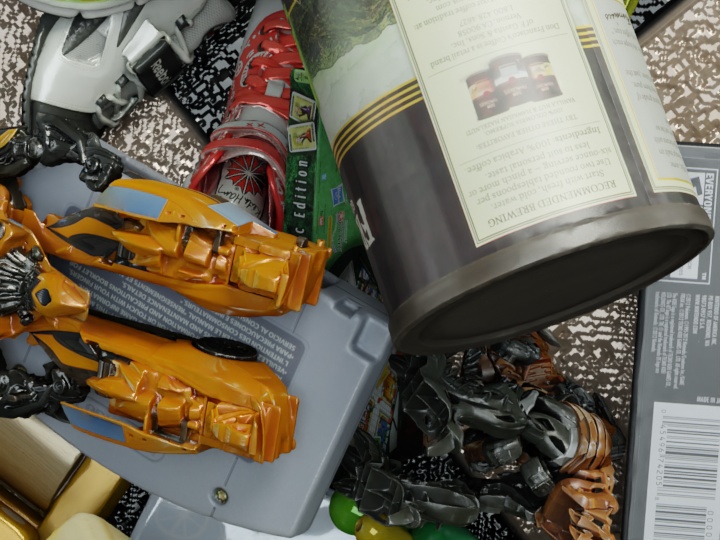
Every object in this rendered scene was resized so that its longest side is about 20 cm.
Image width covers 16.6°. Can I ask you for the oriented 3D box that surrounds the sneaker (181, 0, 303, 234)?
[{"bbox_3d":[-0.039,-0.073,1.207,0.067,0.108,0.202,16,90,5],"label":"sneaker"}]

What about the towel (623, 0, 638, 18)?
[{"bbox_3d":[0.071,-0.096,1.244,0.086,0.018,0.200,28,91,4],"label":"towel"}]

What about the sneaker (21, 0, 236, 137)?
[{"bbox_3d":[-0.112,-0.119,1.231,0.088,0.074,0.201,17,88,2],"label":"sneaker"}]

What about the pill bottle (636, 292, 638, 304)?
[{"bbox_3d":[0.234,0.014,1.185,0.199,0.104,0.105,-3,89,5],"label":"pill bottle"}]

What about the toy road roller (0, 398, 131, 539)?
[{"bbox_3d":[-0.206,0.123,1.199,0.123,0.146,0.200,36,92,4],"label":"toy road roller"}]

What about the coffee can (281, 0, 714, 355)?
[{"bbox_3d":[0.053,-0.082,1.080,0.146,0.146,0.201,-20,77,4],"label":"coffee can"}]

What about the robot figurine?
[{"bbox_3d":[-0.117,0.011,1.113,0.199,0.058,0.146,15,103,19],"label":"robot figurine"}]

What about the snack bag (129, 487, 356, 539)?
[{"bbox_3d":[-0.050,0.195,1.248,0.188,0.021,0.201,25,92,4],"label":"snack bag"}]

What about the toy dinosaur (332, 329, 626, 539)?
[{"bbox_3d":[0.073,0.078,1.155,0.135,0.200,0.102,10,103,-24],"label":"toy dinosaur"}]

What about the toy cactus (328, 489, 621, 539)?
[{"bbox_3d":[0.059,0.177,1.168,0.165,0.102,0.200,-23,47,-5],"label":"toy cactus"}]

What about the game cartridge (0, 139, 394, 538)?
[{"bbox_3d":[-0.090,0.033,1.157,0.200,0.042,0.133,30,113,16],"label":"game cartridge"}]

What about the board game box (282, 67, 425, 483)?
[{"bbox_3d":[0.000,0.000,1.190,0.023,0.105,0.201,12,104,38],"label":"board game box"}]

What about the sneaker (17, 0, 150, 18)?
[{"bbox_3d":[-0.086,-0.171,1.166,0.199,0.090,0.078,-6,79,-8],"label":"sneaker"}]

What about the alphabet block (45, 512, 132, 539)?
[{"bbox_3d":[-0.102,0.267,1.107,0.195,0.200,0.196,-43,124,1],"label":"alphabet block"}]

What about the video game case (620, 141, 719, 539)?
[{"bbox_3d":[0.215,0.046,1.125,0.180,0.026,0.201,4,95,4],"label":"video game case"}]
